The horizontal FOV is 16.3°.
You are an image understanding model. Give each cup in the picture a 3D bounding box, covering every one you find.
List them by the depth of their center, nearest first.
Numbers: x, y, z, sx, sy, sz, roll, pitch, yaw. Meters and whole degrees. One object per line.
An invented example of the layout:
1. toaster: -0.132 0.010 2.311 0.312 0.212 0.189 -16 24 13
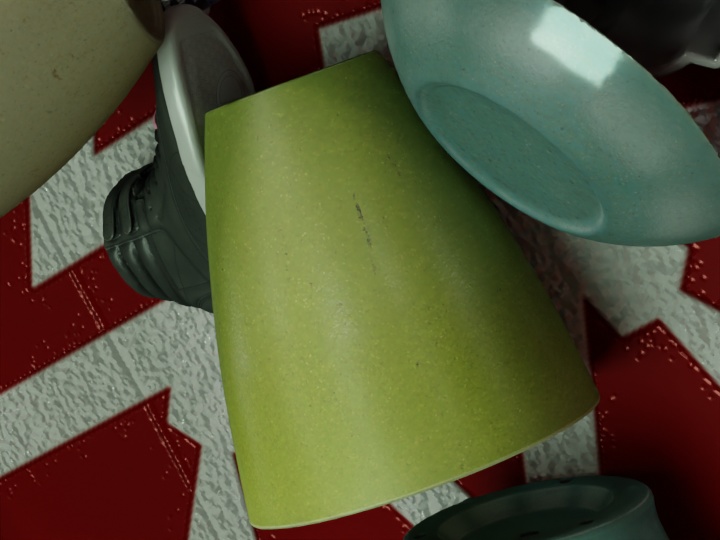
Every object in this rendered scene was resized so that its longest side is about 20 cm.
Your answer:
1. cup: -0.180 -0.130 1.221 0.142 0.200 0.201 -23 107 10

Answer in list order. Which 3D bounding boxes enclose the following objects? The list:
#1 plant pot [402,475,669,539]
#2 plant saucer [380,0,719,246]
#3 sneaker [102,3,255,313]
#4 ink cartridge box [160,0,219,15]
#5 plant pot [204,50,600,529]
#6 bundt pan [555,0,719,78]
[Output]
1. plant pot: 0.104 0.213 1.300 0.199 0.200 0.189 -8 99 36
2. plant saucer: 0.080 -0.065 1.159 0.200 0.039 0.201 35 164 11
3. sneaker: -0.101 -0.051 1.323 0.099 0.071 0.201 5 132 27
4. ink cartridge box: -0.172 -0.195 1.309 0.199 0.041 0.200 -23 104 40
5. plant pot: 0.000 0.000 1.247 0.186 0.187 0.201 -16 96 39
6. bundt pan: 0.123 -0.190 1.094 0.201 0.076 0.203 16 126 24
